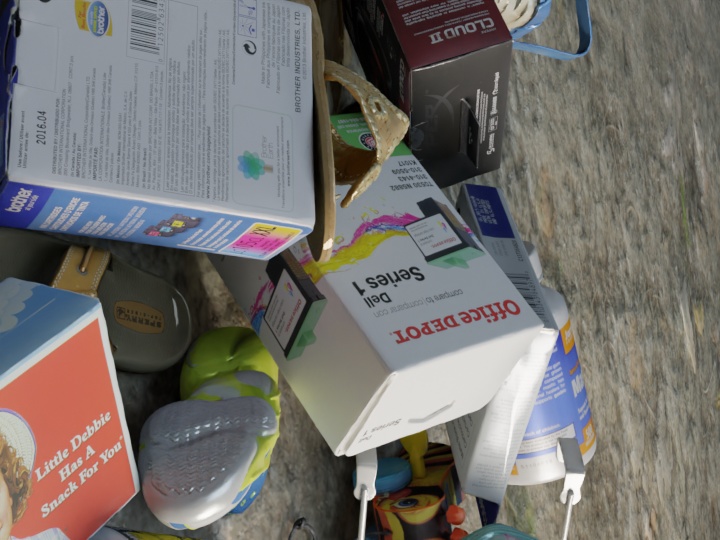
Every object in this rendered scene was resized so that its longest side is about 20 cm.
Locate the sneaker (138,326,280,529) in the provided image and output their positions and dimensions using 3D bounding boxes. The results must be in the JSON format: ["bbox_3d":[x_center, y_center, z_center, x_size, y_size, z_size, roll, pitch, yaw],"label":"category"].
[{"bbox_3d":[-0.080,0.116,0.686,0.200,0.074,0.107,-75,166,-68],"label":"sneaker"}]

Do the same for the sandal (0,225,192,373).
[{"bbox_3d":[-0.152,0.020,0.645,0.199,0.053,0.082,14,73,-57],"label":"sandal"}]

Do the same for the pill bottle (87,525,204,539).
[{"bbox_3d":[-0.096,0.208,0.651,0.199,0.111,0.114,28,62,-54],"label":"pill bottle"}]

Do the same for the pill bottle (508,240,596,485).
[{"bbox_3d":[0.143,0.081,1.062,0.112,0.111,0.203,-38,118,-54],"label":"pill bottle"}]

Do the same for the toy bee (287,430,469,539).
[{"bbox_3d":[0.044,0.190,0.889,0.201,0.107,0.132,-56,132,-46],"label":"toy bee"}]

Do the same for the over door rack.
[{"bbox_3d":[0.061,0.208,0.731,0.067,0.145,0.203,-108,-159,-76],"label":"over door rack"}]

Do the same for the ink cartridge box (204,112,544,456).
[{"bbox_3d":[0.000,0.000,0.745,0.144,0.084,0.201,-12,57,-42],"label":"ink cartridge box"}]

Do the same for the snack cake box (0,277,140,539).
[{"bbox_3d":[-0.192,0.103,0.514,0.200,0.066,0.117,-42,134,-47],"label":"snack cake box"}]

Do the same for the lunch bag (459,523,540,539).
[{"bbox_3d":[0.076,0.284,0.863,0.160,0.200,0.077,29,16,-52],"label":"lunch bag"}]

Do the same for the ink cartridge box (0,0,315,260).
[{"bbox_3d":[-0.127,-0.090,0.624,0.197,0.076,0.139,9,69,-29],"label":"ink cartridge box"}]

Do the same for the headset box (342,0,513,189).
[{"bbox_3d":[0.044,-0.164,0.825,0.149,0.074,0.202,84,-12,-61],"label":"headset box"}]

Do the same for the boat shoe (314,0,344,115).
[{"bbox_3d":[-0.048,-0.179,0.843,0.069,0.072,0.203,64,24,-65],"label":"boat shoe"}]

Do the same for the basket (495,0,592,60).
[{"bbox_3d":[0.128,-0.288,1.053,0.197,0.139,0.179,0,84,-28],"label":"basket"}]

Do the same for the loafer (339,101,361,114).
[{"bbox_3d":[0.033,-0.127,0.972,0.199,0.071,0.064,-6,69,-57],"label":"loafer"}]

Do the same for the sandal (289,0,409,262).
[{"bbox_3d":[-0.005,-0.096,0.701,0.078,0.068,0.214,104,-20,-46],"label":"sandal"}]

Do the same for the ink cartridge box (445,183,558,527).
[{"bbox_3d":[0.086,0.068,0.889,0.201,0.040,0.202,-101,-161,-58],"label":"ink cartridge box"}]
